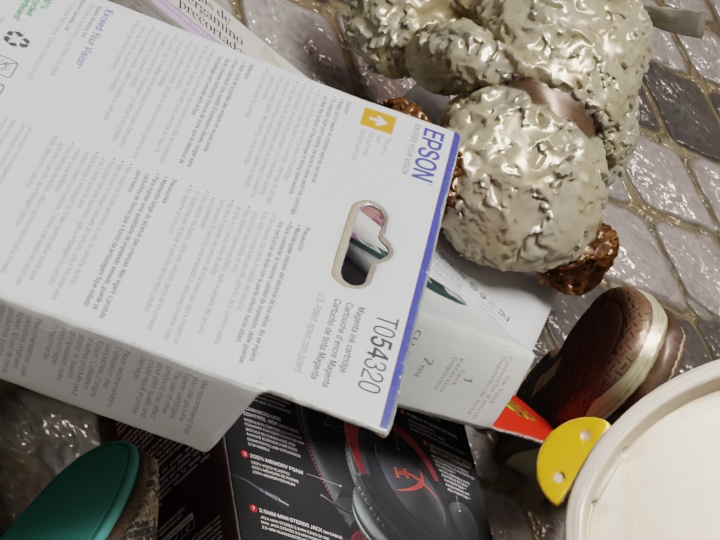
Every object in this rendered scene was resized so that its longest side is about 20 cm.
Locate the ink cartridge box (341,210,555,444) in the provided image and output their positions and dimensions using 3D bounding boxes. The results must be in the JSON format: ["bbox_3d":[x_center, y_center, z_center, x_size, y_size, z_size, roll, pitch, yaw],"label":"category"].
[{"bbox_3d":[0.000,0.000,0.918,0.173,0.044,0.200,19,16,-50],"label":"ink cartridge box"}]

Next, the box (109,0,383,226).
[{"bbox_3d":[-0.044,-0.075,1.011,0.200,0.041,0.039,37,31,-29],"label":"box"}]

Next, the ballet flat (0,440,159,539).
[{"bbox_3d":[-0.116,0.140,0.730,0.076,0.068,0.200,63,32,-17],"label":"ballet flat"}]

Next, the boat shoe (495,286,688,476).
[{"bbox_3d":[0.124,0.061,0.994,0.075,0.202,0.075,25,76,-3],"label":"boat shoe"}]

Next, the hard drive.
[{"bbox_3d":[0.048,-0.015,1.147,0.132,0.025,0.200,44,30,-7],"label":"hard drive"}]

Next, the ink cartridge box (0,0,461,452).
[{"bbox_3d":[-0.073,-0.021,0.776,0.199,0.043,0.197,22,35,-3],"label":"ink cartridge box"}]

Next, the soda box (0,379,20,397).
[{"bbox_3d":[-0.162,0.021,0.790,0.064,0.068,0.200,50,30,5],"label":"soda box"}]

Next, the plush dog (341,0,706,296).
[{"bbox_3d":[0.091,-0.078,1.131,0.199,0.160,0.173,28,62,-26],"label":"plush dog"}]

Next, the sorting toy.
[{"bbox_3d":[0.127,0.155,0.916,0.180,0.106,0.201,81,10,-69],"label":"sorting toy"}]

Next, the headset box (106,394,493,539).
[{"bbox_3d":[-0.021,0.100,0.873,0.148,0.075,0.201,24,38,-36],"label":"headset box"}]
